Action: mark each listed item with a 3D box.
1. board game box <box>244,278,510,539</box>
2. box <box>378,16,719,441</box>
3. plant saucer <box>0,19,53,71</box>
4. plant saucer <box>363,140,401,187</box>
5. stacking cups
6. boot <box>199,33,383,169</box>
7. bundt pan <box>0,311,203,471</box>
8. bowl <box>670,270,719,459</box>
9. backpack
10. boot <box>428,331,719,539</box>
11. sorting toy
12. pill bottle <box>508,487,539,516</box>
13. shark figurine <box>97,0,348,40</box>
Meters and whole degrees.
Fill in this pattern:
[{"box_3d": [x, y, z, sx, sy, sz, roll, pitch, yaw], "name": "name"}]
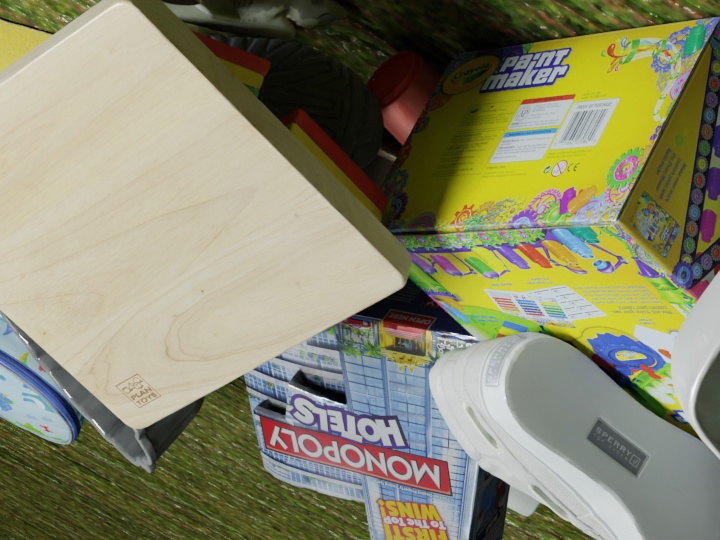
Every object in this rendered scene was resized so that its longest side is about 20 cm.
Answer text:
[{"box_3d": [0.014, 0.091, 1.436, 0.199, 0.062, 0.201, 10, 126, 29], "name": "board game box"}, {"box_3d": [0.143, -0.013, 1.239, 0.193, 0.122, 0.200, 42, 156, -29], "name": "box"}, {"box_3d": [-0.205, -0.088, 1.633, 0.199, 0.049, 0.200, 18, 155, 29], "name": "plant saucer"}, {"box_3d": [0.000, 0.000, 1.445, 0.199, 0.029, 0.201, 16, 128, 22], "name": "plant saucer"}, {"box_3d": [0.076, -0.041, 1.356, 0.200, 0.061, 0.060, 41, 156, -25], "name": "stacking cups"}, {"box_3d": [-0.075, -0.092, 1.367, 0.164, 0.066, 0.200, 18, 177, -5], "name": "boot"}, {"box_3d": [-0.173, 0.031, 1.612, 0.202, 0.076, 0.202, 46, 164, 17], "name": "bundt pan"}, {"box_3d": [0.246, 0.025, 1.120, 0.200, 0.200, 0.075, 37, -174, -28], "name": "bowl"}, {"box_3d": [-0.224, 0.042, 1.816, 0.199, 0.147, 0.183, 25, 161, 5], "name": "backpack"}, {"box_3d": [0.124, 0.103, 1.283, 0.200, 0.074, 0.095, 45, 162, -17], "name": "boot"}, {"box_3d": [-0.105, -0.041, 1.226, 0.200, 0.070, 0.199, -29, 117, 35], "name": "sorting toy"}, {"box_3d": [0.042, 0.068, 1.565, 0.199, 0.117, 0.116, 30, 159, 2], "name": "pill bottle"}, {"box_3d": [-0.100, -0.170, 1.244, 0.128, 0.090, 0.214, 7, 179, 22], "name": "shark figurine"}]
